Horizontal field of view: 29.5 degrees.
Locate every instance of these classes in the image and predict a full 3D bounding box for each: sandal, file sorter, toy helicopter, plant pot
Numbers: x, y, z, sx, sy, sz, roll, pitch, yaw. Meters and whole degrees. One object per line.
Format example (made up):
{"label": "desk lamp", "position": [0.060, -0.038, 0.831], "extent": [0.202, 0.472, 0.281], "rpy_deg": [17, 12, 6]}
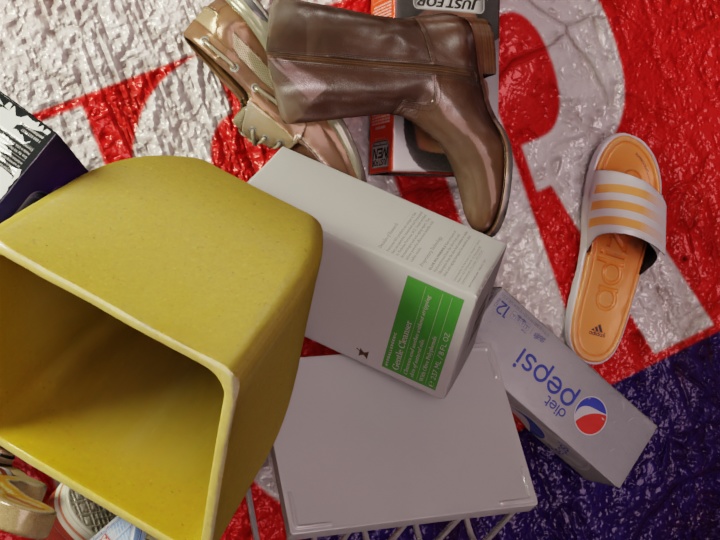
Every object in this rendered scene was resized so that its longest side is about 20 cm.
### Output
{"label": "sandal", "position": [0.236, -0.017, 1.214], "extent": [0.078, 0.059, 0.210], "rpy_deg": [11, 87, -19]}
{"label": "file sorter", "position": [0.013, 0.154, 1.086], "extent": [0.197, 0.125, 0.140], "rpy_deg": [-3, 60, -19]}
{"label": "toy helicopter", "position": [-0.275, 0.147, 0.960], "extent": [0.131, 0.199, 0.080], "rpy_deg": [25, 83, -35]}
{"label": "plant pot", "position": [-0.128, 0.034, 0.952], "extent": [0.194, 0.196, 0.200], "rpy_deg": [26, 44, 13]}

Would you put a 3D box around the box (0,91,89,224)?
{"label": "box", "position": [-0.246, -0.017, 0.967], "extent": [0.078, 0.200, 0.142], "rpy_deg": [35, 79, 20]}

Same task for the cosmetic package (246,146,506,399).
{"label": "cosmetic package", "position": [0.000, 0.000, 1.054], "extent": [0.198, 0.085, 0.109], "rpy_deg": [22, 127, 11]}

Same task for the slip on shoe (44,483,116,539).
{"label": "slip on shoe", "position": [-0.177, 0.239, 1.075], "extent": [0.061, 0.074, 0.200], "rpy_deg": [-31, 116, 26]}

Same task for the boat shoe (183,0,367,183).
{"label": "boat shoe", "position": [-0.070, -0.130, 1.102], "extent": [0.071, 0.076, 0.201], "rpy_deg": [-37, 93, -11]}

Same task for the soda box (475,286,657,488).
{"label": "soda box", "position": [0.160, 0.101, 1.186], "extent": [0.199, 0.063, 0.069], "rpy_deg": [40, 77, -16]}

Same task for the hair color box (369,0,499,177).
{"label": "hair color box", "position": [0.062, -0.181, 1.149], "extent": [0.100, 0.061, 0.203], "rpy_deg": [0, 92, -20]}

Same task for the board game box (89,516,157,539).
{"label": "board game box", "position": [-0.184, 0.271, 0.962], "extent": [0.061, 0.200, 0.200], "rpy_deg": [34, 101, -32]}

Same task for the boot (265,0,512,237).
{"label": "boot", "position": [0.016, -0.116, 1.060], "extent": [0.197, 0.064, 0.189], "rpy_deg": [-1, 77, -27]}
